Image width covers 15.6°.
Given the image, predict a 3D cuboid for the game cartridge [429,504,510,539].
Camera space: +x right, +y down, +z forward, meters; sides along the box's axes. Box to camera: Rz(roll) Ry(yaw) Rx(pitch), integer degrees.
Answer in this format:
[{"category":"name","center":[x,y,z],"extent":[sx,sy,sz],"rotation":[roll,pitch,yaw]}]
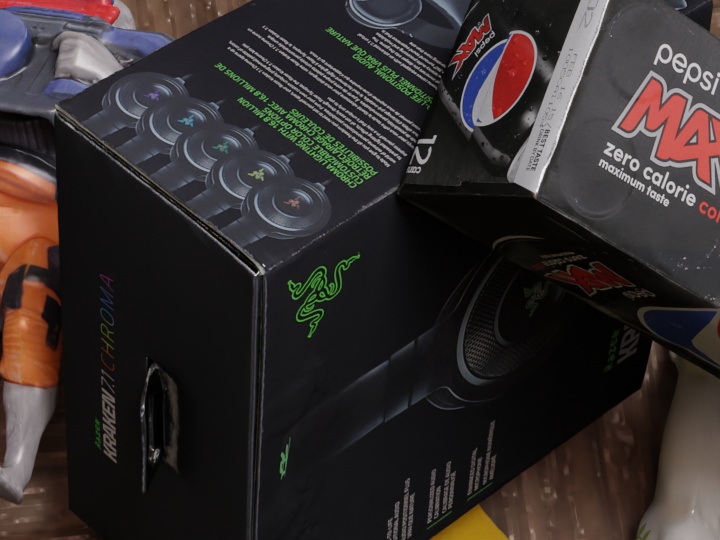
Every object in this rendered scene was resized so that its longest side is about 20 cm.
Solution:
[{"category":"game cartridge","center":[-0.012,0.169,0.860],"extent":[0.200,0.032,0.176],"rotation":[-37,81,-20]}]

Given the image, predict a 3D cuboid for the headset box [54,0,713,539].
[{"category":"headset box","center":[0.000,0.000,0.812],"extent":[0.200,0.175,0.093],"rotation":[-31,54,-32]}]

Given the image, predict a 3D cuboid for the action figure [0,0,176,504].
[{"category":"action figure","center":[-0.143,-0.029,0.889],"extent":[0.199,0.105,0.194],"rotation":[16,60,22]}]

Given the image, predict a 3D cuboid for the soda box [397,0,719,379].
[{"category":"soda box","center":[0.110,-0.009,0.747],"extent":[0.200,0.063,0.071],"rotation":[28,76,-32]}]

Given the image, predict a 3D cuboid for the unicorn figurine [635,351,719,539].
[{"category":"unicorn figurine","center":[0.132,0.049,0.887],"extent":[0.074,0.137,0.201],"rotation":[27,84,-11]}]
